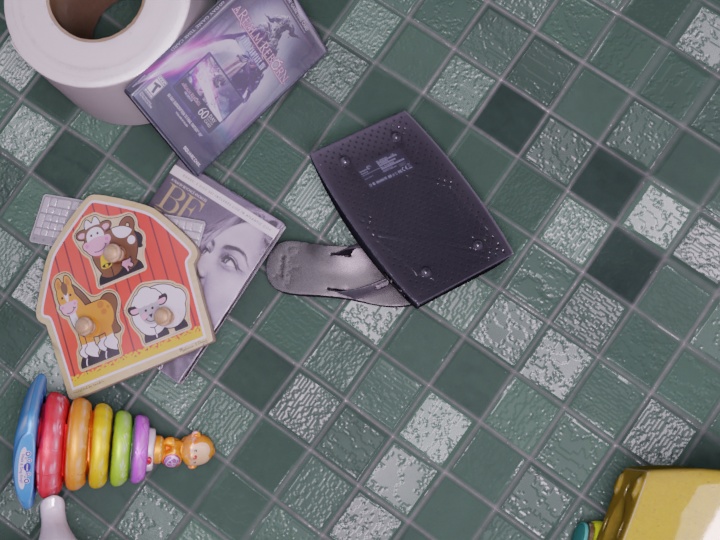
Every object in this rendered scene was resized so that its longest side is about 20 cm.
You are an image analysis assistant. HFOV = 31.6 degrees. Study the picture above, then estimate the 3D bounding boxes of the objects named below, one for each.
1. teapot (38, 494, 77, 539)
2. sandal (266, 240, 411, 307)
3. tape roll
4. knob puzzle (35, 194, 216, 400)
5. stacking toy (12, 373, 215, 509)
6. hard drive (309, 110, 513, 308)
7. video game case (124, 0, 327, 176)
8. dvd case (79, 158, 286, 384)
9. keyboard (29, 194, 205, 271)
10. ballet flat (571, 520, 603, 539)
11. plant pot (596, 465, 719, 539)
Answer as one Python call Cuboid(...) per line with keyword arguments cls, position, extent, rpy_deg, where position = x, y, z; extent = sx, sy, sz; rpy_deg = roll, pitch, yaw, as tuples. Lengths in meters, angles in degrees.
Cuboid(cls="teapot", position=(-0.293, 0.363, 1.236), extent=(0.200, 0.146, 0.197), rpy_deg=(-47, 109, -9))
Cuboid(cls="sandal", position=(0.000, 0.001, 1.322), extent=(0.200, 0.043, 0.076), rpy_deg=(-3, 80, 7))
Cuboid(cls="tape roll", position=(-0.259, -0.270, 1.357), extent=(0.202, 0.139, 0.203), rpy_deg=(-1, 80, 7))
Cuboid(cls="knob puzzle", position=(-0.260, 0.012, 1.336), extent=(0.219, 0.030, 0.220), rpy_deg=(-2, 82, 18))
Cuboid(cls="stacking toy", position=(-0.249, 0.182, 1.303), extent=(0.200, 0.110, 0.116), rpy_deg=(5, 112, -10))
Cuboid(cls="hard drive", position=(0.048, -0.061, 1.300), extent=(0.135, 0.042, 0.200), rpy_deg=(-27, 68, -22))
Cuboid(cls="video game case", position=(-0.135, -0.208, 1.322), extent=(0.200, 0.143, 0.019), rpy_deg=(-44, 52, -6))
Cuboid(cls="dvd case", position=(-0.191, -0.001, 1.353), extent=(0.149, 0.016, 0.200), rpy_deg=(32, 85, 20))
Cuboid(cls="keyboard", position=(-0.262, -0.041, 1.367), extent=(0.200, 0.011, 0.056), rpy_deg=(10, 82, 18))
Cuboid(cls="ballet flat", position=(0.212, 0.342, 1.227), extent=(0.067, 0.067, 0.200), rpy_deg=(24, 82, -7))
Cuboid(cls="plant pot", position=(0.316, 0.268, 1.141), extent=(0.200, 0.196, 0.195), rpy_deg=(22, 83, 2))
